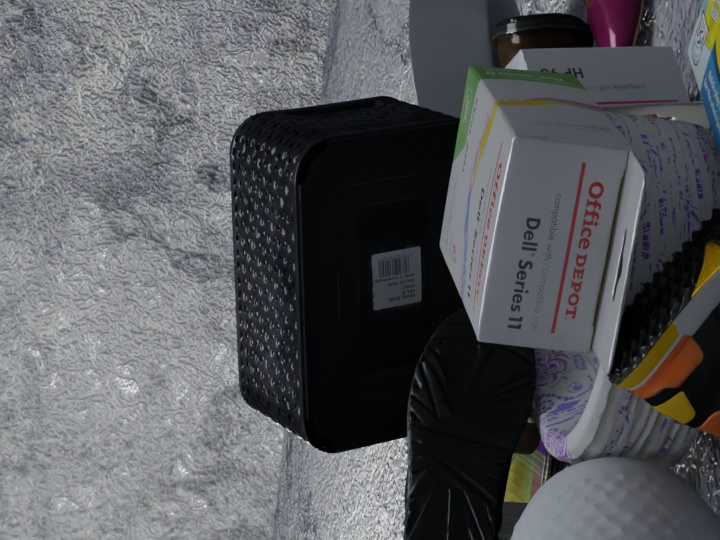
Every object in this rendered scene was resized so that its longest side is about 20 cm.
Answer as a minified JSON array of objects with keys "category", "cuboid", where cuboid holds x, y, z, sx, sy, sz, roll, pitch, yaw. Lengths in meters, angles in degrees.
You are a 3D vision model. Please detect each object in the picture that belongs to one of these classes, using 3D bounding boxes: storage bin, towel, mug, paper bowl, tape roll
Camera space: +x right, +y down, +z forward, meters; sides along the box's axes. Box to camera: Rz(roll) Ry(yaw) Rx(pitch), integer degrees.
[{"category":"storage bin","cuboid":[0.000,0.000,1.306,0.094,0.135,0.201,26,121,57]},{"category":"towel","cuboid":[0.139,0.128,1.597,0.144,0.023,0.201,-159,75,-82]},{"category":"mug","cuboid":[0.118,0.202,1.106,0.148,0.199,0.176,54,-155,-39]},{"category":"paper bowl","cuboid":[0.169,0.014,1.180,0.201,0.104,0.202,-174,90,-83]},{"category":"tape roll","cuboid":[0.095,-0.138,1.645,0.200,0.066,0.201,-10,-90,-75]}]

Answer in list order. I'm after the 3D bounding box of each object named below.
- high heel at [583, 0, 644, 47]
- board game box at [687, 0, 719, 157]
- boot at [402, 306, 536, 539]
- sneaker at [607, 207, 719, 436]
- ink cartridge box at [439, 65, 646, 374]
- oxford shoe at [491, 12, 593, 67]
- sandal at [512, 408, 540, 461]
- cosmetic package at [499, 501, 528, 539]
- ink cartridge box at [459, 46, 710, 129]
[{"category":"high heel","cuboid":[0.151,-0.223,1.499,0.068,0.096,0.201,104,168,-45]},{"category":"board game box","cuboid":[0.229,-0.153,1.078,0.151,0.047,0.201,-95,13,-51]},{"category":"boot","cuboid":[0.060,0.135,1.273,0.163,0.073,0.199,88,-169,-71]},{"category":"sneaker","cuboid":[0.214,0.005,1.024,0.200,0.090,0.070,-47,18,31]},{"category":"ink cartridge box","cuboid":[0.094,-0.031,1.116,0.200,0.067,0.118,-108,25,-71]},{"category":"oxford shoe","cuboid":[0.142,-0.136,1.536,0.200,0.072,0.085,47,-141,-71]},{"category":"sandal","cuboid":[0.107,0.119,1.534,0.201,0.079,0.058,97,157,-56]},{"category":"cosmetic package","cuboid":[0.121,0.253,1.345,0.200,0.106,0.090,-96,15,-49]},{"category":"ink cartridge box","cuboid":[0.132,-0.085,1.308,0.200,0.116,0.068,-46,54,56]}]
